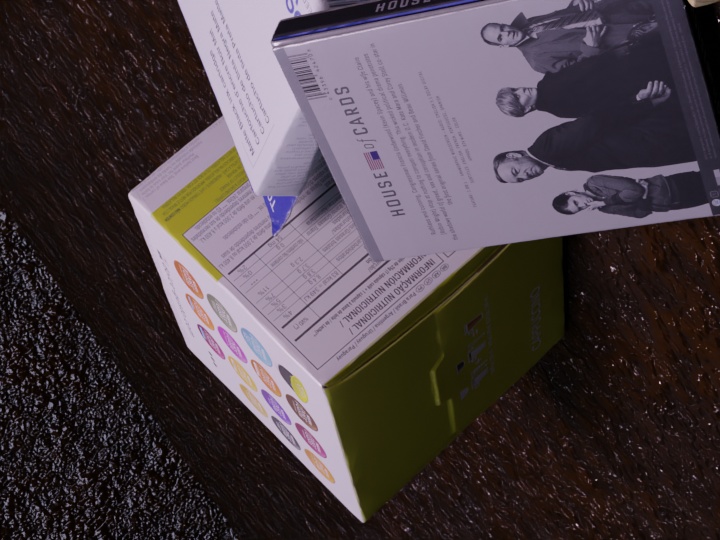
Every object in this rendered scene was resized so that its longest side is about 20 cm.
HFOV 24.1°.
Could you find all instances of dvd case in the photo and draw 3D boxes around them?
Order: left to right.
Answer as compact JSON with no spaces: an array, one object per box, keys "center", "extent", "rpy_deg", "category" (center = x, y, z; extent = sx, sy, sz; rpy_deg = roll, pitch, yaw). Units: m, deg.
[{"center":[0.073,-0.075,0.824],"extent":[0.198,0.025,0.151],"rpy_deg":[-7,132,22],"category":"dvd case"}]

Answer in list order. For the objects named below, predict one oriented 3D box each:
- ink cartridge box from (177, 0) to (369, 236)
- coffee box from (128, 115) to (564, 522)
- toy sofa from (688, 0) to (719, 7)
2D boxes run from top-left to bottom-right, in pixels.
[{"center":[-0.065,-0.150,0.946],"extent":[0.201,0.040,0.200],"rpy_deg":[67,150,24],"category":"ink cartridge box"},{"center":[0.000,0.000,1.104],"extent":[0.198,0.200,0.200],"rpy_deg":[42,162,27],"category":"coffee box"},{"center":[0.143,-0.186,0.539],"extent":[0.201,0.096,0.084],"rpy_deg":[79,173,-59],"category":"toy sofa"}]
